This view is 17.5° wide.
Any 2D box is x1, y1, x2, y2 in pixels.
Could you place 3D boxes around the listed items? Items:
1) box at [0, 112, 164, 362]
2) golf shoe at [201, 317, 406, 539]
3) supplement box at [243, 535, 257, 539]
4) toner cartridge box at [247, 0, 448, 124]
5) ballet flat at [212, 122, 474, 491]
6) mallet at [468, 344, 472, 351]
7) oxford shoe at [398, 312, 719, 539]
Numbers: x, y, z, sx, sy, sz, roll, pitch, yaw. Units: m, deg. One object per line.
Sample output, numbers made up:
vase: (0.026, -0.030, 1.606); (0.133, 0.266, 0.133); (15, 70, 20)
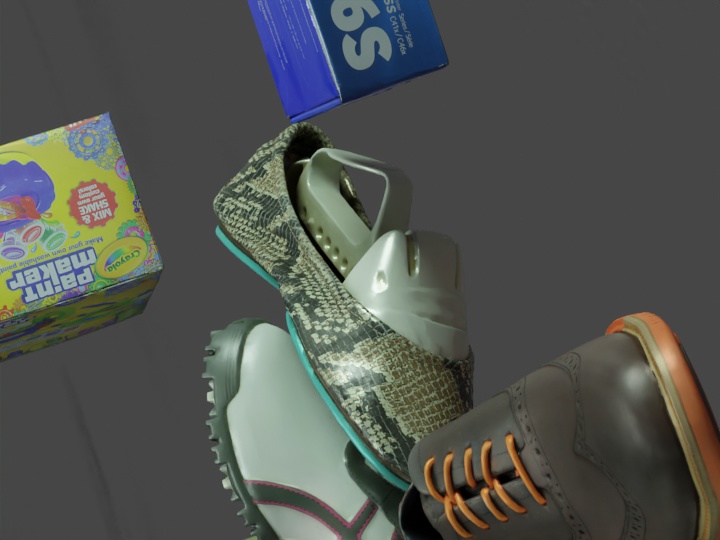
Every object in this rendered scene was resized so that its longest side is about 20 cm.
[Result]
box: (-0.260, -0.008, 1.680); (0.193, 0.200, 0.122); (136, 116, -76)
golf shoe: (0.012, 0.099, 0.903); (0.200, 0.088, 0.077); (61, -154, -2)
supplement box: (-0.082, 0.228, 1.255); (0.200, 0.200, 0.134); (154, 97, -78)
toner cartridge box: (-0.029, -0.155, 0.821); (0.095, 0.043, 0.200); (177, 74, -76)
ballet flat: (0.000, 0.000, 0.878); (0.075, 0.068, 0.200); (-57, 35, 16)
mallet: (0.038, 0.107, 0.948); (0.200, 0.041, 0.066); (94, 154, -52)
oxford shoe: (0.058, 0.064, 0.699); (0.200, 0.072, 0.071); (118, 133, -73)
